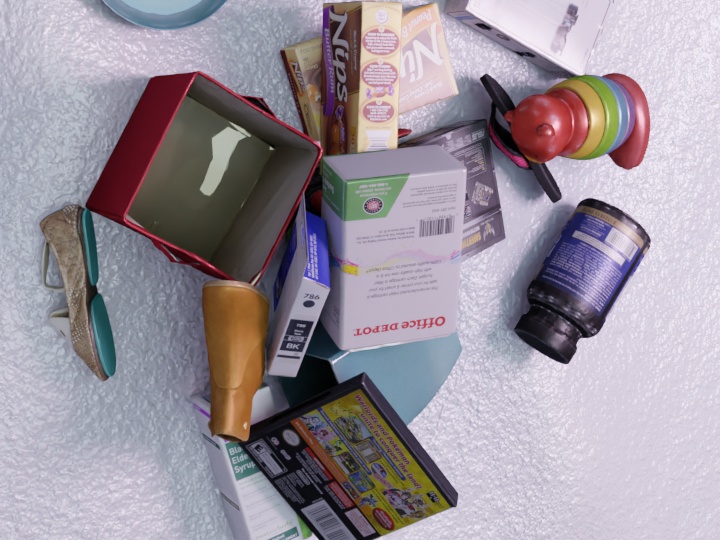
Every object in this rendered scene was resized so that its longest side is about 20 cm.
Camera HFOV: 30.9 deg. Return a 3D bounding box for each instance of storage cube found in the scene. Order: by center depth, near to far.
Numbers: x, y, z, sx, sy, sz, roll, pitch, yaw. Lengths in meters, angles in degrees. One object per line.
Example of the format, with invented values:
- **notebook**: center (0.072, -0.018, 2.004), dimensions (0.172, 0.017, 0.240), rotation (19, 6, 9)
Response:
- **storage cube**: center (-0.176, -0.103, 1.445), dimensions (0.170, 0.179, 0.202), rotation (29, 83, -25)

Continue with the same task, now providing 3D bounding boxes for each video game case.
- **video game case**: center (-0.014, 0.227, 1.497), dimensions (0.179, 0.026, 0.201), rotation (-26, 114, 24)

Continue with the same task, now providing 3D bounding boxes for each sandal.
- **sandal**: center (0.198, -0.162, 1.677), dimensions (0.045, 0.075, 0.201), rotation (-25, 118, 16)

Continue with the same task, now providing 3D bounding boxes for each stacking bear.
- **stacking bear**: center (0.264, -0.185, 1.628), dimensions (0.199, 0.121, 0.115), rotation (-14, 128, -44)

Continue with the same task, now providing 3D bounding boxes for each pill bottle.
- **pill bottle**: center (0.288, 0.016, 1.714), dimensions (0.111, 0.112, 0.201), rotation (37, 81, -24)

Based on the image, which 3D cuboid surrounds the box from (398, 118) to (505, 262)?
- **box**: center (0.102, -0.089, 1.600), dimensions (0.199, 0.048, 0.161), rotation (-27, 111, -51)

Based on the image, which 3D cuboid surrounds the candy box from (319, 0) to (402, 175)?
- **candy box**: center (-0.001, -0.204, 1.487), dimensions (0.056, 0.116, 0.203), rotation (-4, 101, -23)

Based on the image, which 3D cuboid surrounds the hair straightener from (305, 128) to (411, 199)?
- **hair straightener**: center (-0.020, -0.114, 1.592), dimensions (0.198, 0.041, 0.078), rotation (-18, 104, -22)

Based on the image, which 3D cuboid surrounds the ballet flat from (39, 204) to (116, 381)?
- **ballet flat**: center (-0.322, 0.028, 1.466), dimensions (0.064, 0.071, 0.203), rotation (-7, 98, 4)

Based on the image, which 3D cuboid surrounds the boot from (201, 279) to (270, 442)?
- **boot**: center (-0.138, 0.105, 1.412), dimensions (0.070, 0.202, 0.146), rotation (4, 68, 6)

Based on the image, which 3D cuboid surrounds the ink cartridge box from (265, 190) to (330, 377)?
- **ink cartridge box**: center (-0.066, 0.018, 1.420), dimensions (0.039, 0.201, 0.100), rotation (6, 49, -13)

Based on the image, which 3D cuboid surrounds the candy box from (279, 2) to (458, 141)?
- **candy box**: center (0.013, -0.242, 1.584), dimensions (0.198, 0.055, 0.117), rotation (-21, 106, -21)

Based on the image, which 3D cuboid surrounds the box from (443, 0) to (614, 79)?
- **box**: center (0.217, -0.338, 1.665), dimensions (0.198, 0.060, 0.118), rotation (23, 86, -25)

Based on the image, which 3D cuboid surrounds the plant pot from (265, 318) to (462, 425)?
- **plant pot**: center (0.018, 0.104, 1.579), dimensions (0.199, 0.141, 0.143), rotation (-34, 116, -28)

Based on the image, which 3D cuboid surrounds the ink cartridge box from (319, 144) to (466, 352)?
- **ink cartridge box**: center (0.033, -0.025, 1.442), dimensions (0.143, 0.084, 0.203), rotation (-7, 116, -19)

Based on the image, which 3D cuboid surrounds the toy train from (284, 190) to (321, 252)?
- **toy train**: center (0.000, 0.000, 1.549), dimensions (0.198, 0.116, 0.085), rotation (26, 127, -15)

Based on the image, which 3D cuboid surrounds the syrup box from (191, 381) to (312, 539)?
- **syrup box**: center (-0.130, 0.234, 1.562), dimensions (0.078, 0.081, 0.203), rotation (-20, 106, -21)

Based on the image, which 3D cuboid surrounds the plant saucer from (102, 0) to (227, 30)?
- **plant saucer**: center (-0.226, -0.373, 1.472), dimensions (0.198, 0.027, 0.203), rotation (-4, 98, -25)
